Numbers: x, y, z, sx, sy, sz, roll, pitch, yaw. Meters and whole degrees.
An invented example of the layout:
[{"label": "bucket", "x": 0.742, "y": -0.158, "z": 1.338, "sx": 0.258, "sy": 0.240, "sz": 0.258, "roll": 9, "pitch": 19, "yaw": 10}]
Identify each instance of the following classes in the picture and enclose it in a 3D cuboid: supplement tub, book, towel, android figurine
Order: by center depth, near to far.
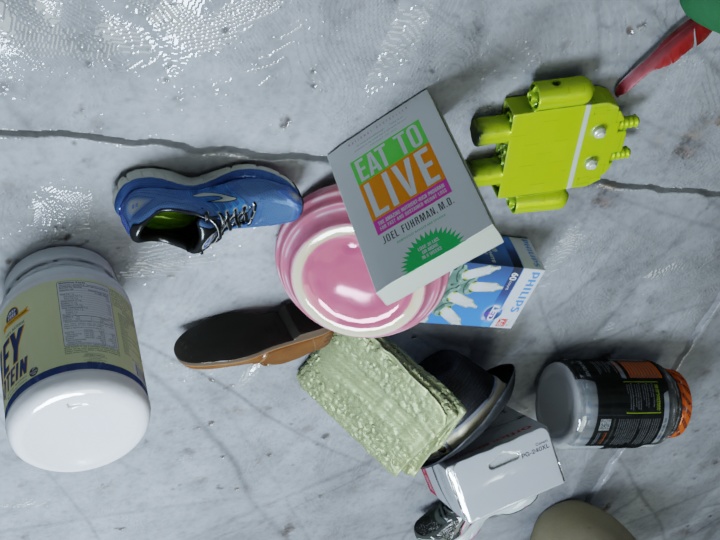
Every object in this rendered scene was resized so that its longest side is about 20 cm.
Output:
[{"label": "book", "x": 0.051, "y": -0.074, "z": 1.250, "sx": 0.132, "sy": 0.202, "sz": 0.048, "roll": -29, "pitch": 139, "yaw": 9}, {"label": "supplement tub", "x": -0.301, "y": 0.089, "z": 1.277, "sx": 0.143, "sy": 0.202, "sz": 0.146, "roll": -12, "pitch": 138, "yaw": -11}, {"label": "android figurine", "x": 0.215, "y": -0.140, "z": 1.372, "sx": 0.197, "sy": 0.041, "sz": 0.184, "roll": -6, "pitch": 136, "yaw": -14}, {"label": "towel", "x": 0.024, "y": 0.153, "z": 1.518, "sx": 0.149, "sy": 0.199, "sz": 0.036, "roll": -53, "pitch": 175, "yaw": 33}, {"label": "supplement tub", "x": 0.353, "y": 0.185, "z": 1.708, "sx": 0.197, "sy": 0.123, "sz": 0.123, "roll": 3, "pitch": 134, "yaw": -24}]

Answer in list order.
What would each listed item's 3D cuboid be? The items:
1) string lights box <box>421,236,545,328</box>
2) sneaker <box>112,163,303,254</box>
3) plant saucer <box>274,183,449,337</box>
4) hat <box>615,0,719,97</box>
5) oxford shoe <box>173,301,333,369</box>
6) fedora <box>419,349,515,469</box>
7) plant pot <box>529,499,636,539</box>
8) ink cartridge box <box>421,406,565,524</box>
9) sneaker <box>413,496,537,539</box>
[{"label": "string lights box", "x": 0.109, "y": 0.008, "z": 1.468, "sx": 0.197, "sy": 0.059, "sz": 0.104, "roll": 5, "pitch": 131, "yaw": -26}, {"label": "sneaker", "x": -0.153, "y": -0.054, "z": 1.272, "sx": 0.197, "sy": 0.090, "sz": 0.079, "roll": -5, "pitch": 138, "yaw": -18}, {"label": "plant saucer", "x": 0.000, "y": 0.000, "z": 1.364, "sx": 0.197, "sy": 0.051, "sz": 0.203, "roll": 5, "pitch": 126, "yaw": 7}, {"label": "hat", "x": 0.349, "y": -0.299, "z": 1.277, "sx": 0.166, "sy": 0.175, "sz": 0.202, "roll": 42, "pitch": 72, "yaw": -44}, {"label": "oxford shoe", "x": -0.121, "y": 0.090, "z": 1.453, "sx": 0.197, "sy": 0.072, "sz": 0.072, "roll": -10, "pitch": 140, "yaw": -15}, {"label": "fedora", "x": 0.106, "y": 0.163, "z": 1.590, "sx": 0.200, "sy": 0.201, "sz": 0.092, "roll": -40, "pitch": 100, "yaw": 20}, {"label": "plant pot", "x": 0.347, "y": 0.452, "z": 1.978, "sx": 0.197, "sy": 0.135, "sz": 0.202, "roll": -12, "pitch": 138, "yaw": -11}, {"label": "ink cartridge box", "x": 0.166, "y": 0.252, "z": 1.633, "sx": 0.143, "sy": 0.200, "sz": 0.084, "roll": -22, "pitch": 96, "yaw": -9}, {"label": "sneaker", "x": 0.162, "y": 0.338, "z": 1.841, "sx": 0.198, "sy": 0.081, "sz": 0.087, "roll": -32, "pitch": 127, "yaw": 0}]
